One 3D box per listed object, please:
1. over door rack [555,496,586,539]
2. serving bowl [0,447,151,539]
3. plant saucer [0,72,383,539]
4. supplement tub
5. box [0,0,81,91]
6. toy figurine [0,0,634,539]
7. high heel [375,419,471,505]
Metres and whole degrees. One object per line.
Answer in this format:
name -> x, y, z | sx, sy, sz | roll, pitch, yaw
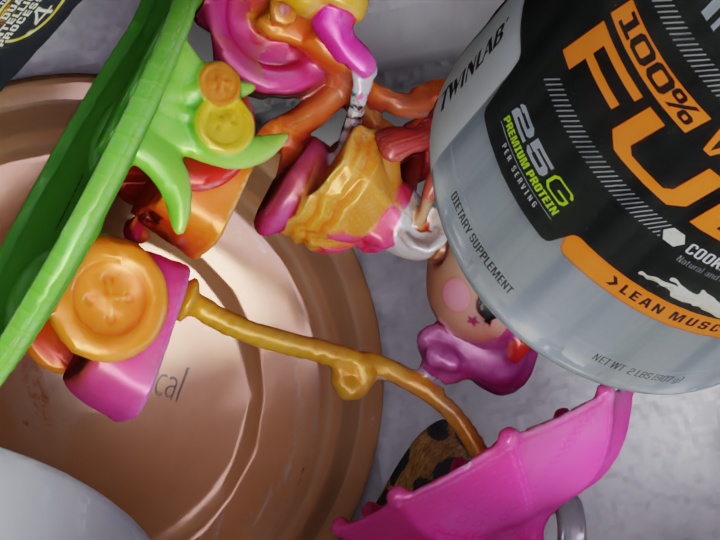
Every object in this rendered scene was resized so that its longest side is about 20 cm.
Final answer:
over door rack -> 0.115, 0.164, 0.860 | 0.146, 0.067, 0.202 | 4, 110, -8
serving bowl -> -0.156, 0.119, 0.749 | 0.198, 0.201, 0.066 | 6, 57, -8
plant saucer -> -0.090, 0.038, 0.829 | 0.198, 0.032, 0.202 | -1, 98, -8
supplement tub -> 0.109, -0.061, 0.653 | 0.122, 0.200, 0.123 | 12, 58, -20
box -> -0.152, -0.103, 0.678 | 0.200, 0.049, 0.162 | -44, 71, 19
toy figurine -> 0.000, 0.000, 0.754 | 0.183, 0.150, 0.201 | 29, 76, -12
high heel -> -0.038, 0.137, 0.816 | 0.141, 0.071, 0.202 | 7, 106, -21
